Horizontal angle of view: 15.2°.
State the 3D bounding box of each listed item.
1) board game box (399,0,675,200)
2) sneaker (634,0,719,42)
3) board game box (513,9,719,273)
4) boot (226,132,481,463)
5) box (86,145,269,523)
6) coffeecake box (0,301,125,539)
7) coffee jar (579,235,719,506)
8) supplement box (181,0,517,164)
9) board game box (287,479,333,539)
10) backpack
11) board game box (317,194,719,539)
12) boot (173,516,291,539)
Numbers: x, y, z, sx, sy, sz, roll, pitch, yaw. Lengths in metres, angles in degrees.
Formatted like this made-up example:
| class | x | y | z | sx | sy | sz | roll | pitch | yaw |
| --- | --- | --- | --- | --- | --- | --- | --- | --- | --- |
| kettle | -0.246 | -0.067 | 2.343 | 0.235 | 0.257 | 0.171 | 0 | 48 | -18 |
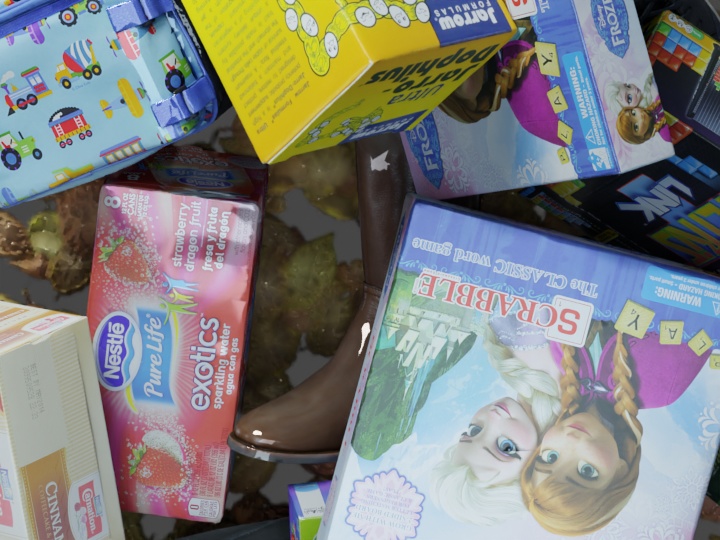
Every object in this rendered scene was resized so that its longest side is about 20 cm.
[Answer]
| class | x | y | z | sx | sy | sz | roll | pitch | yaw |
| --- | --- | --- | --- | --- | --- | --- | --- | --- | --- |
| board game box | 0.069 | -0.143 | 1.428 | 0.041 | 0.199 | 0.201 | -19 | 95 | -29 |
| sneaker | 0.148 | -0.149 | 1.492 | 0.077 | 0.146 | 0.203 | -36 | 105 | 10 |
| board game box | 0.186 | -0.052 | 1.496 | 0.165 | 0.200 | 0.057 | 32 | 71 | -8 |
| boot | 0.000 | 0.000 | 1.548 | 0.064 | 0.186 | 0.201 | 22 | 117 | 40 |
| box | -0.112 | 0.035 | 1.578 | 0.095 | 0.100 | 0.201 | 7 | 108 | -1 |
| coffeecake box | -0.235 | 0.097 | 1.557 | 0.199 | 0.073 | 0.155 | 8 | 113 | 42 |
| coffee jar | 0.188 | 0.069 | 1.558 | 0.199 | 0.104 | 0.086 | 29 | 124 | -2 |
| supplement box | -0.027 | -0.174 | 1.401 | 0.109 | 0.108 | 0.201 | -40 | 73 | 47 |
| board game box | 0.061 | 0.182 | 1.555 | 0.198 | 0.045 | 0.135 | -6 | 112 | -8 |
| backpack | -0.166 | -0.159 | 1.479 | 0.182 | 0.135 | 0.201 | -15 | 108 | 26 |
| board game box | 0.097 | 0.080 | 1.472 | 0.199 | 0.041 | 0.201 | 14 | 95 | -5 |
| boot | -0.071 | 0.222 | 1.587 | 0.065 | 0.199 | 0.166 | 20 | 116 | 39 |
